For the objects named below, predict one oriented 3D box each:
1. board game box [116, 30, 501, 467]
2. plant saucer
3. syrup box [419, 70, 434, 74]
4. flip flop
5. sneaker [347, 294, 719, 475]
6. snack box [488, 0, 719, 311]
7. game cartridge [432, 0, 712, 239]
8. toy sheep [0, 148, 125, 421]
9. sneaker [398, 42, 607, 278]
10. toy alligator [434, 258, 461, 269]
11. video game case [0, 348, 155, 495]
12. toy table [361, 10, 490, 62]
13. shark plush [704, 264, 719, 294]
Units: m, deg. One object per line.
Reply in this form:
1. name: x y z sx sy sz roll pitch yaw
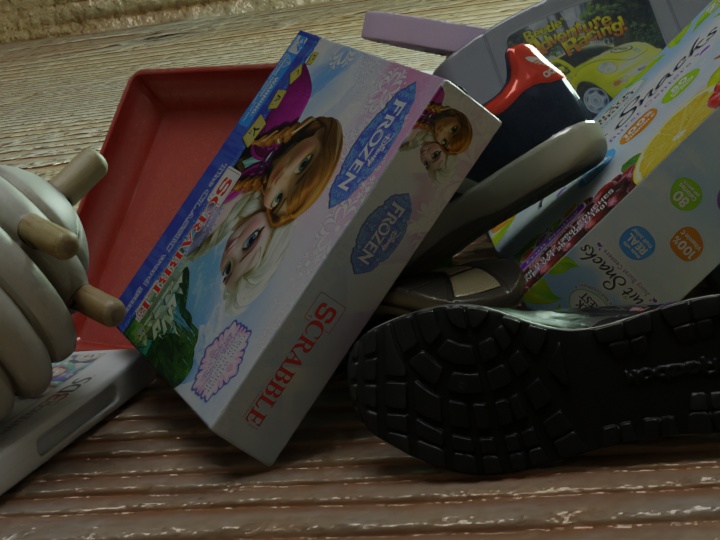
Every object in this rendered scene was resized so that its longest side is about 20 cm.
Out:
1. board game box: -0.038 -0.022 0.882 0.041 0.200 0.199 34 -1 -27
2. plant saucer: -0.096 -0.030 1.030 0.199 0.201 0.037 3 -22 41
3. syrup box: 0.057 -0.112 1.301 0.199 0.079 0.081 1 10 -11
4. flip flop: 0.021 0.034 0.881 0.081 0.058 0.200 -11 -5 -32
5. sneaker: 0.096 0.050 0.779 0.199 0.076 0.088 -3 0 11
6. snack box: 0.165 -0.054 0.912 0.200 0.068 0.169 -44 11 10
7. game cartridge: 0.153 -0.114 1.082 0.199 0.134 0.041 -20 -16 2
8. toy sheep: -0.196 0.013 0.848 0.200 0.138 0.138 -43 28 -23
9. sneaker: 0.035 -0.052 0.920 0.200 0.085 0.075 -32 -8 25
10. toy alligator: 0.000 0.000 1.029 0.200 0.054 0.059 5 20 45
11. video game case: -0.238 0.083 0.918 0.199 0.024 0.182 -4 15 21
12. toy table: 0.090 -0.107 1.186 0.199 0.118 0.184 13 6 30
13. shark plush: 0.198 -0.031 1.014 0.083 0.091 0.200 -43 26 -7
